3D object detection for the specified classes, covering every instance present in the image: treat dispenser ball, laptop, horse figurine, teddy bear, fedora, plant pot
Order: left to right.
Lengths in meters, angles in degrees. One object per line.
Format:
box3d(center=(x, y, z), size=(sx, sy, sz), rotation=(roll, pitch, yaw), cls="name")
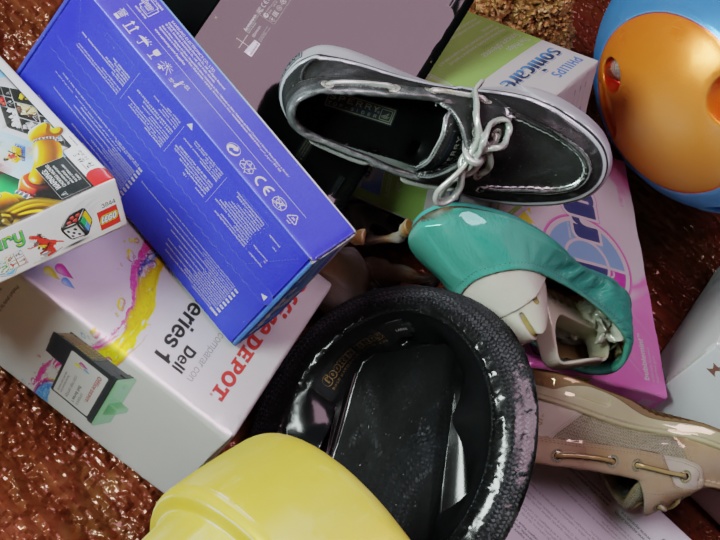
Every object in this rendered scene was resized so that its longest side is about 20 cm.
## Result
box3d(center=(-0.073, 0.213, 1.073), size=(0.189, 0.201, 0.201), rotation=(-32, 81, -28), cls="plant pot")
box3d(center=(-0.068, -0.143, 1.296), size=(0.200, 0.116, 0.188), rotation=(35, 69, -7), cls="laptop")
box3d(center=(0.000, 0.000, 1.316), size=(0.200, 0.132, 0.050), rotation=(26, 65, -45), cls="horse figurine")
box3d(center=(0.030, 0.113, 1.246), size=(0.092, 0.200, 0.201), rotation=(35, 35, -59), cls="fedora")
box3d(center=(0.119, -0.182, 1.471), size=(0.145, 0.200, 0.067), rotation=(10, 25, -42), cls="teddy bear")
box3d(center=(0.261, -0.139, 1.474), size=(0.200, 0.201, 0.201), rotation=(18, 52, -24), cls="treat dispenser ball")

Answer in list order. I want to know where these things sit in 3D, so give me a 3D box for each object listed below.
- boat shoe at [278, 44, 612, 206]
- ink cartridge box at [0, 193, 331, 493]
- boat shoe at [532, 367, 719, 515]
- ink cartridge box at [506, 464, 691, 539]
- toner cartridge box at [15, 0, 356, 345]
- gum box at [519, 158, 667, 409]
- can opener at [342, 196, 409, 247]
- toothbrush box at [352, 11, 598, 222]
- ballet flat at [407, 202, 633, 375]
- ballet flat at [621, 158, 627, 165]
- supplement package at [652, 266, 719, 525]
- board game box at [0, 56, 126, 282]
box3d(center=(0.052, -0.076, 1.205), size=(0.199, 0.074, 0.068), rotation=(20, 21, -13), cls="boat shoe")
box3d(center=(-0.136, 0.009, 1.229), size=(0.200, 0.084, 0.145), rotation=(39, 46, -6), cls="ink cartridge box")
box3d(center=(0.175, 0.119, 1.331), size=(0.200, 0.072, 0.065), rotation=(22, 81, -30), cls="boat shoe")
box3d(center=(0.140, 0.219, 1.308), size=(0.196, 0.043, 0.200), rotation=(44, 49, 0), cls="ink cartridge box")
box3d(center=(-0.100, -0.065, 1.180), size=(0.200, 0.095, 0.043), rotation=(50, 46, 5), cls="toner cartridge box")
box3d(center=(0.128, 0.002, 1.428), size=(0.113, 0.066, 0.200), rotation=(14, 53, -29), cls="gum box")
box3d(center=(-0.024, -0.051, 1.367), size=(0.199, 0.066, 0.053), rotation=(1, 59, -28), cls="can opener")
box3d(center=(0.028, -0.110, 1.353), size=(0.200, 0.086, 0.146), rotation=(22, 32, 20), cls="toothbrush box")
box3d(center=(0.105, 0.019, 1.275), size=(0.200, 0.067, 0.071), rotation=(25, 45, -47), cls="ballet flat")
box3d(center=(0.248, -0.154, 1.618), size=(0.072, 0.072, 0.200), rotation=(38, 47, -7), cls="ballet flat")
box3d(center=(0.284, 0.061, 1.461), size=(0.117, 0.117, 0.200), rotation=(44, 45, -2), cls="supplement package")
box3d(center=(-0.225, -0.057, 1.149), size=(0.126, 0.035, 0.200), rotation=(-26, 41, -19), cls="board game box")
